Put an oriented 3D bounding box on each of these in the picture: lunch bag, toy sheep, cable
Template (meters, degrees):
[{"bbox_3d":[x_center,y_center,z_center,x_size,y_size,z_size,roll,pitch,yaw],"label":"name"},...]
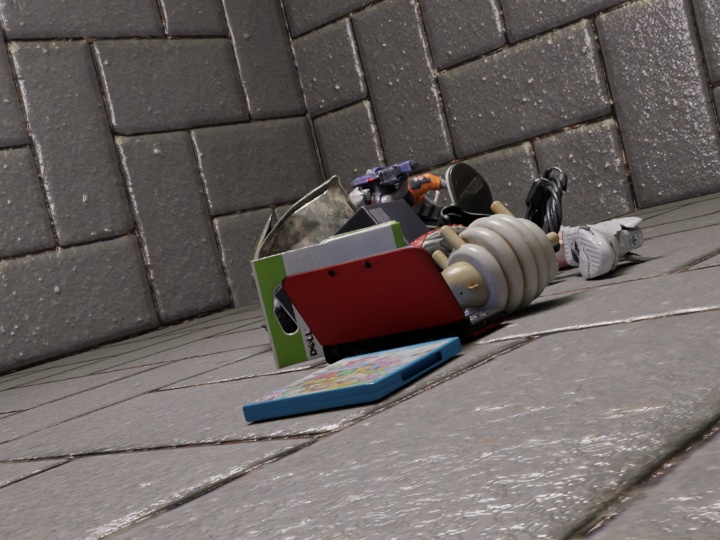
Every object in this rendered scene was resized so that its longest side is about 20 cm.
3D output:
[{"bbox_3d":[-0.100,-0.044,1.681,0.199,0.118,0.164,-37,-2,-11],"label":"lunch bag"},{"bbox_3d":[0.176,-0.011,1.309,0.199,0.139,0.138,-28,8,-27],"label":"toy sheep"},{"bbox_3d":[0.293,-0.058,1.696,0.050,0.201,0.164,12,40,-10],"label":"cable"}]

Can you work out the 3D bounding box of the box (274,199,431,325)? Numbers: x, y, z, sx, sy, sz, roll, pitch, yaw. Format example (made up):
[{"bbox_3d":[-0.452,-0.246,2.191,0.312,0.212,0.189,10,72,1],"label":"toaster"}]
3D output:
[{"bbox_3d":[0.000,0.000,1.568,0.200,0.104,0.182,-44,-10,20],"label":"box"}]

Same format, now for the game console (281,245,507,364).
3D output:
[{"bbox_3d":[0.042,0.033,1.204,0.199,0.120,0.172,-12,3,33],"label":"game console"}]

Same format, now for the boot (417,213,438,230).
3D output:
[{"bbox_3d":[0.124,-0.014,1.782,0.198,0.169,0.077,11,-30,-1],"label":"boot"}]

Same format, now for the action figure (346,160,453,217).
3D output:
[{"bbox_3d":[0.072,-0.124,1.705,0.192,0.106,0.200,-9,0,-19],"label":"action figure"}]

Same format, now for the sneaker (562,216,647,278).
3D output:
[{"bbox_3d":[0.370,-0.039,1.533,0.114,0.076,0.200,-10,7,0],"label":"sneaker"}]

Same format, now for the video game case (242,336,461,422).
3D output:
[{"bbox_3d":[-0.002,0.103,1.004,0.142,0.018,0.200,-14,1,28],"label":"video game case"}]

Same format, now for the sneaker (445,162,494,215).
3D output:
[{"bbox_3d":[0.177,-0.077,1.707,0.083,0.201,0.121,-33,10,-28],"label":"sneaker"}]

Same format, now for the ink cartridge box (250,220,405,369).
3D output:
[{"bbox_3d":[-0.032,0.031,1.355,0.198,0.149,0.076,-14,2,-8],"label":"ink cartridge box"}]

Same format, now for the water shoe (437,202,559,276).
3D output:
[{"bbox_3d":[0.205,-0.037,1.579,0.199,0.072,0.079,21,-30,15],"label":"water shoe"}]

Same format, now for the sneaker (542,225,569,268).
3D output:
[{"bbox_3d":[0.320,-0.037,1.863,0.104,0.076,0.200,-9,6,-4],"label":"sneaker"}]

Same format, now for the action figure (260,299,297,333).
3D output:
[{"bbox_3d":[-0.105,0.062,1.788,0.118,0.103,0.200,-12,-1,10],"label":"action figure"}]

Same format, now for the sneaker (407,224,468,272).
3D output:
[{"bbox_3d":[0.139,-0.004,1.402,0.199,0.083,0.078,16,-36,-43],"label":"sneaker"}]
